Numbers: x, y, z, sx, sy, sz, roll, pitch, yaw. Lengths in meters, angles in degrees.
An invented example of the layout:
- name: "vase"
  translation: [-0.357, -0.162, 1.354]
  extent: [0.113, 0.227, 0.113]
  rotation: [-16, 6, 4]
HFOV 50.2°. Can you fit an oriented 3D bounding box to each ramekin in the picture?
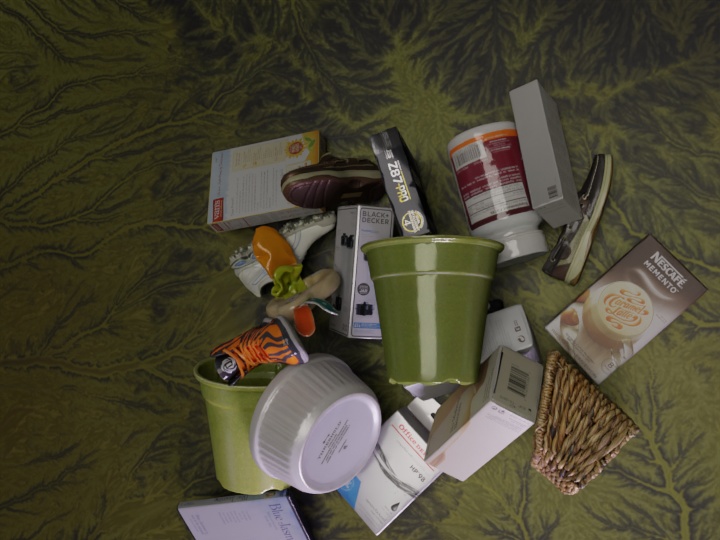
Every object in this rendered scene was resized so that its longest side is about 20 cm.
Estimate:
- name: "ramekin"
  translation: [-0.056, 0.231, 1.123]
  extent: [0.094, 0.202, 0.203]
  rotation: [25, 94, 41]

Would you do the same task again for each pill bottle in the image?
- name: "pill bottle"
  translation: [0.208, -0.110, 1.153]
  extent: [0.114, 0.114, 0.201]
  rotation: [-17, 82, 15]

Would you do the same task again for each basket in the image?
- name: "basket"
  translation: [0.276, 0.208, 1.069]
  extent: [0.149, 0.200, 0.143]
  rotation: [43, 96, 13]

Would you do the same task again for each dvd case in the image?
- name: "dvd case"
  translation: [-0.181, 0.418, 1.243]
  extent: [0.199, 0.018, 0.143]
  rotation: [-11, 119, 16]

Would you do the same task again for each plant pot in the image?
- name: "plant pot"
  translation: [-0.161, 0.241, 1.214]
  extent: [0.200, 0.200, 0.185]
  rotation: [4, 99, 16]
- name: "plant pot"
  translation: [0.100, 0.061, 1.056]
  extent: [0.199, 0.200, 0.191]
  rotation: [-2, 83, 16]

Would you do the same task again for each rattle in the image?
- name: "rattle"
  translation: [-0.101, 0.007, 1.139]
  extent: [0.130, 0.200, 0.143]
  rotation: [-11, 100, 4]

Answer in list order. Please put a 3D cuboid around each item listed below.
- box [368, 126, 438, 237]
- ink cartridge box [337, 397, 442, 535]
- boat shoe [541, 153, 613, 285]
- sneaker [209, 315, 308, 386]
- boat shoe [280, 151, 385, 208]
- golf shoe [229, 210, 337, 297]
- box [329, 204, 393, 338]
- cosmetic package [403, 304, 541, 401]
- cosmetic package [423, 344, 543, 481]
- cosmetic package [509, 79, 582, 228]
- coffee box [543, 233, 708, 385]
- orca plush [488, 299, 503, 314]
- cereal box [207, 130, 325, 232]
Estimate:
- name: "box"
  translation: [0.071, -0.109, 1.148]
  extent: [0.049, 0.200, 0.162]
  rotation: [-20, 80, 9]
- name: "ink cartridge box"
  translation: [0.062, 0.294, 1.195]
  extent: [0.116, 0.067, 0.200]
  rotation: [45, 99, 15]
- name: "boat shoe"
  translation: [0.322, -0.080, 1.140]
  extent: [0.065, 0.073, 0.201]
  rotation: [16, 91, 11]
- name: "sneaker"
  translation: [-0.145, 0.121, 1.081]
  extent: [0.112, 0.200, 0.078]
  rotation: [-30, 94, -18]
- name: "boat shoe"
  translation: [-0.049, -0.145, 1.201]
  extent: [0.075, 0.202, 0.075]
  rotation: [-49, 59, 36]
- name: "golf shoe"
  translation: [-0.115, -0.028, 1.277]
  extent: [0.199, 0.078, 0.097]
  rotation: [-26, 101, 15]
- name: "box"
  translation: [0.000, 0.000, 1.195]
  extent: [0.060, 0.117, 0.201]
  rotation: [3, 90, -18]
- name: "cosmetic package"
  translation: [0.162, 0.125, 1.152]
  extent: [0.199, 0.102, 0.074]
  rotation: [-19, 63, 13]
- name: "cosmetic package"
  translation: [0.172, 0.206, 1.092]
  extent: [0.071, 0.105, 0.200]
  rotation: [27, 135, -6]
- name: "cosmetic package"
  translation: [0.269, -0.170, 1.123]
  extent: [0.051, 0.082, 0.201]
  rotation: [-21, 61, 31]
- name: "coffee box"
  translation: [0.378, 0.055, 1.111]
  extent: [0.200, 0.080, 0.114]
  rotation: [-45, 77, 9]
- name: "orca plush"
  translation: [0.126, 0.078, 1.207]
  extent: [0.199, 0.071, 0.105]
  rotation: [-12, 39, 8]
- name: "cereal box"
  translation: [-0.156, -0.148, 1.279]
  extent: [0.199, 0.040, 0.144]
  rotation: [-9, 63, 17]
